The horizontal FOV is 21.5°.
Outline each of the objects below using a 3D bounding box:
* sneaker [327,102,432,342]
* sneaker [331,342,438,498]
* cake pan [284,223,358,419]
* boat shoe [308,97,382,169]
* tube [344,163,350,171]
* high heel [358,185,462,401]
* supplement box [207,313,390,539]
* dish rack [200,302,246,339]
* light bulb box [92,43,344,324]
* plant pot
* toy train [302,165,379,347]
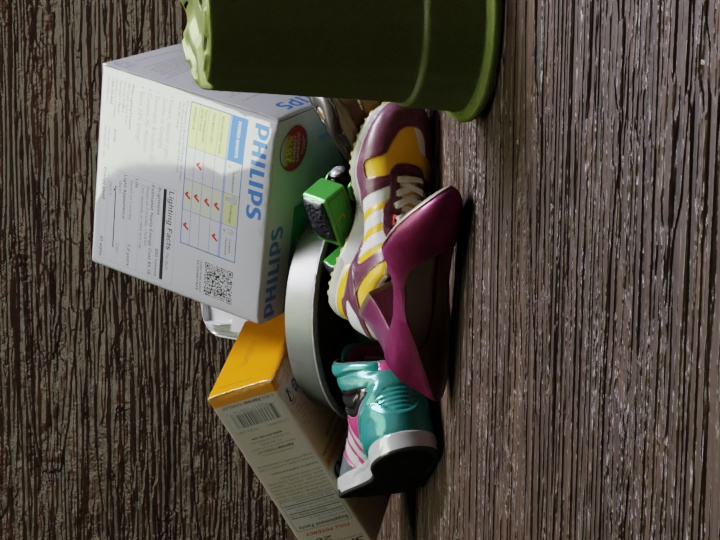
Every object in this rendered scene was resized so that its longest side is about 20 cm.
[{"bbox_3d":[0.034,-0.039,1.553,0.090,0.075,0.201,33,119,50],"label":"sneaker"},{"bbox_3d":[0.014,0.123,1.636,0.200,0.083,0.121,123,142,-66],"label":"sneaker"},{"bbox_3d":[-0.014,0.034,1.705,0.200,0.037,0.201,2,-90,-66],"label":"cake pan"},{"bbox_3d":[0.020,-0.112,1.630,0.076,0.074,0.200,57,-179,23],"label":"boat shoe"},{"bbox_3d":[0.018,-0.130,1.723,0.077,0.050,0.200,43,153,20],"label":"tube"},{"bbox_3d":[0.056,0.019,1.437,0.096,0.067,0.200,51,144,17],"label":"high heel"},{"bbox_3d":[-0.047,0.149,1.753,0.200,0.073,0.126,59,-152,-25],"label":"supplement box"},{"bbox_3d":[-0.097,-0.001,1.855,0.200,0.043,0.172,8,109,44],"label":"dish rack"},{"bbox_3d":[-0.128,-0.083,1.729,0.125,0.200,0.199,-26,-51,-52],"label":"light bulb box"},{"bbox_3d":[-0.025,-0.192,1.294,0.200,0.189,0.201,174,90,-77],"label":"plant pot"},{"bbox_3d":[0.000,0.000,1.630,0.042,0.056,0.200,19,140,43],"label":"toy train"}]
